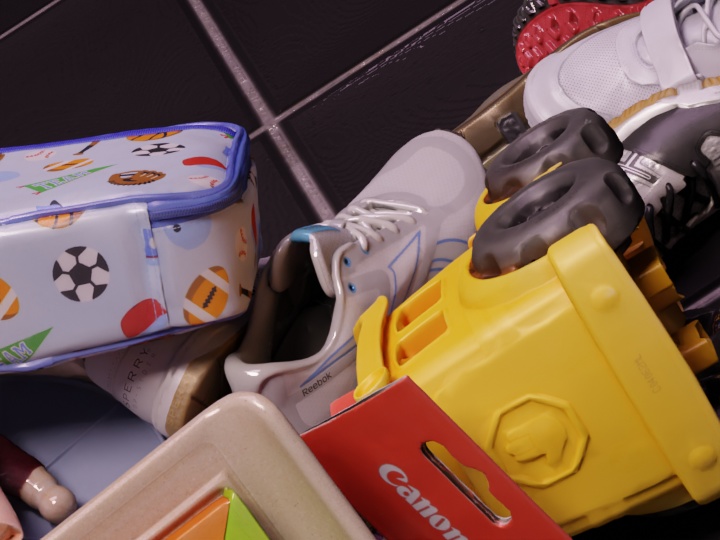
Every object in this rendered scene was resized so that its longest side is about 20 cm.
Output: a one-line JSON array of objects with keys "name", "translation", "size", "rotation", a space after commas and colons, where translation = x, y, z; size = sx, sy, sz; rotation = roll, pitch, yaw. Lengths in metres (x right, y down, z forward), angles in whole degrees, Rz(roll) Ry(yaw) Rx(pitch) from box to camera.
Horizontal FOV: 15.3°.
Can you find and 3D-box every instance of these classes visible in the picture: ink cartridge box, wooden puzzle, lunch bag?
[{"name": "ink cartridge box", "translation": [-0.022, 0.128, 1.036], "size": [0.200, 0.109, 0.050], "rotation": [-32, 23, 37]}, {"name": "wooden puzzle", "translation": [-0.062, 0.173, 0.961], "size": [0.200, 0.185, 0.037], "rotation": [-37, 7, -7]}, {"name": "lunch bag", "translation": [-0.143, -0.014, 1.176], "size": [0.198, 0.076, 0.160], "rotation": [-6, 18, 3]}]

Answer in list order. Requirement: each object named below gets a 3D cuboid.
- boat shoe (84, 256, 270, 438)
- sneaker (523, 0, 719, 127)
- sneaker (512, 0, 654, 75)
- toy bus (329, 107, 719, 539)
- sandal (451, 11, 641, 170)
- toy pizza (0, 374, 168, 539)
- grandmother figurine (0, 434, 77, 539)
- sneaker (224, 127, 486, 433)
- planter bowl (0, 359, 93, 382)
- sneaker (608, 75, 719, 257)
[{"name": "boat shoe", "translation": [-0.069, 0.022, 1.244], "size": [0.071, 0.069, 0.200], "rotation": [-69, -12, 15]}, {"name": "sneaker", "translation": [0.169, -0.123, 1.265], "size": [0.199, 0.115, 0.076], "rotation": [-15, 58, 1]}, {"name": "sneaker", "translation": [0.170, -0.134, 1.417], "size": [0.199, 0.080, 0.095], "rotation": [-16, 2, 44]}, {"name": "toy bus", "translation": [0.055, 0.045, 1.108], "size": [0.191, 0.136, 0.200], "rotation": [-32, 15, 11]}, {"name": "sandal", "translation": [0.102, -0.068, 1.364], "size": [0.199, 0.081, 0.054], "rotation": [-31, 0, 11]}, {"name": "toy pizza", "translation": [-0.167, 0.125, 1.171], "size": [0.199, 0.032, 0.201], "rotation": [-9, 42, 9]}, {"name": "grandmother figurine", "translation": [-0.178, 0.085, 1.131], "size": [0.061, 0.121, 0.200], "rotation": [-60, 30, 16]}, {"name": "sneaker", "translation": [0.000, 0.000, 1.191], "size": [0.075, 0.087, 0.201], "rotation": [6, 49, 30]}, {"name": "planter bowl", "translation": [-0.203, 0.087, 1.317], "size": [0.134, 0.201, 0.200], "rotation": [20, 51, 29]}, {"name": "sneaker", "translation": [0.122, -0.016, 1.254], "size": [0.199, 0.076, 0.088], "rotation": [-26, 46, 12]}]
